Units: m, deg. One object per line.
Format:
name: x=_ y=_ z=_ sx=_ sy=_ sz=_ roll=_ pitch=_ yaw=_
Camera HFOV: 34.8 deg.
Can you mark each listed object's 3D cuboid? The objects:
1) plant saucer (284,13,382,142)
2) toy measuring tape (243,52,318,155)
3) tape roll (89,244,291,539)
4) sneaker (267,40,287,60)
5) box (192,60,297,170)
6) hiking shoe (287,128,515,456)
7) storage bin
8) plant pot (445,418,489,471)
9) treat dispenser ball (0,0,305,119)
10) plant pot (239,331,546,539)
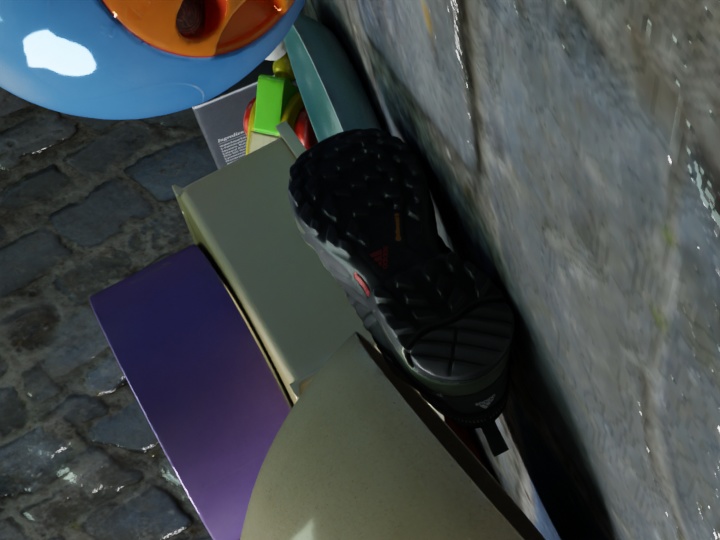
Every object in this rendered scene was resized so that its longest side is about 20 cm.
plant saucer: x=-0.005 y=-0.083 z=0.773 sx=0.200 sy=0.027 sz=0.200 roll=157 pitch=90 yaw=-85
toy measuring tape: x=-0.067 y=-0.089 z=0.999 sx=0.074 sy=0.073 sz=0.200 roll=-124 pitch=39 yaw=-70
tape roll: x=-0.109 y=0.088 z=0.814 sx=0.200 sy=0.085 sz=0.200 roll=59 pitch=168 yaw=20
sneaker: x=-0.114 y=-0.257 z=0.962 sx=0.080 sy=0.070 sz=0.200 roll=70 pitch=175 yaw=-66
box: x=-0.115 y=-0.177 z=1.131 sx=0.200 sy=0.107 sz=0.149 roll=74 pitch=173 yaw=-63
hiking shoe: x=0.018 y=0.008 z=0.603 sx=0.101 sy=0.076 sz=0.200 roll=77 pitch=170 yaw=-45
storage bin: x=-0.031 y=0.042 z=0.809 sx=0.200 sy=0.094 sz=0.199 roll=55 pitch=167 yaw=34
plant pot: x=0.045 y=0.257 z=0.889 sx=0.176 sy=0.200 sz=0.200 roll=50 pitch=166 yaw=36
treat dispenser ball: x=-0.117 y=-0.172 z=0.543 sx=0.201 sy=0.201 sz=0.201 roll=158 pitch=90 yaw=-86
plant pot: x=0.014 y=0.150 z=0.599 sx=0.200 sy=0.134 sz=0.200 roll=49 pitch=-179 yaw=-1
